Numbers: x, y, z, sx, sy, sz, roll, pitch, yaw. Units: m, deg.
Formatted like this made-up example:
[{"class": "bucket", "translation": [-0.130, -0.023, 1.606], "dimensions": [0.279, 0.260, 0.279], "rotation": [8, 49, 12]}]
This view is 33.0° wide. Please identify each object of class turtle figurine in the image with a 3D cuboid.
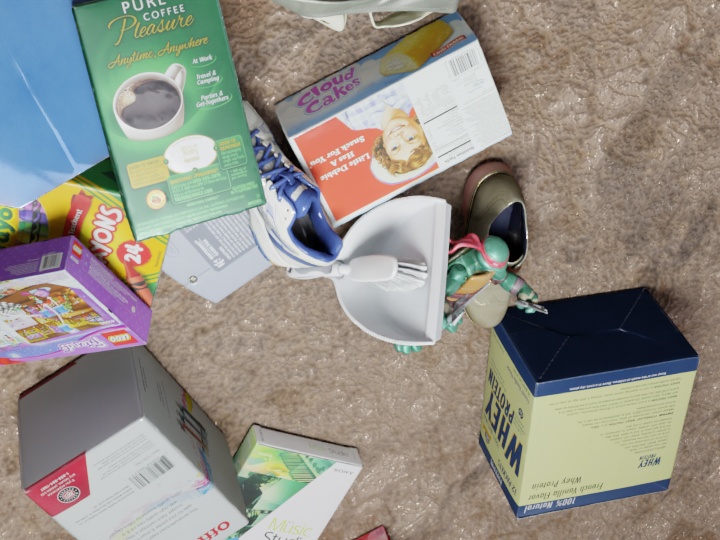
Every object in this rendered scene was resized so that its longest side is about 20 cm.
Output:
[{"class": "turtle figurine", "translation": [0.109, 0.019, 1.216], "dimensions": [0.148, 0.102, 0.200], "rotation": [-5, 162, -28]}]

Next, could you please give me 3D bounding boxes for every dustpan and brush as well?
[{"class": "dustpan and brush", "translation": [0.000, 0.000, 1.194], "dimensions": [0.057, 0.199, 0.142], "rotation": [9, 84, -36]}]

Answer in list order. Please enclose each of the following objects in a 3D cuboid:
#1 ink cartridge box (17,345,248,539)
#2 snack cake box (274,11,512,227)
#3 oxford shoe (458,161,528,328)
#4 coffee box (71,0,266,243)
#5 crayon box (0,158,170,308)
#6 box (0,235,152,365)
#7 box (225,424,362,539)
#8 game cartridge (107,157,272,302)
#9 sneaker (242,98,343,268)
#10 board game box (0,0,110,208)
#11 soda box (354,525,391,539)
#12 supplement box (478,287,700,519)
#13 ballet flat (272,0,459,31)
[{"class": "ink cartridge box", "translation": [-0.234, 0.199, 1.257], "dimensions": [0.144, 0.145, 0.201], "rotation": [-31, 127, 4]}, {"class": "snack cake box", "translation": [0.032, -0.143, 1.158], "dimensions": [0.198, 0.067, 0.116], "rotation": [-27, 130, 1]}, {"class": "oxford shoe", "translation": [0.139, -0.011, 1.281], "dimensions": [0.070, 0.074, 0.202], "rotation": [-13, 128, -12]}, {"class": "coffee box", "translation": [-0.160, -0.138, 1.028], "dimensions": [0.122, 0.044, 0.202], "rotation": [-17, 105, -12]}, {"class": "crayon box", "translation": [-0.273, -0.045, 1.105], "dimensions": [0.197, 0.051, 0.128], "rotation": [12, 128, -12]}, {"class": "box", "translation": [-0.311, 0.033, 1.114], "dimensions": [0.198, 0.040, 0.137], "rotation": [-9, 146, 21]}, {"class": "box", "translation": [-0.104, 0.278, 1.426], "dimensions": [0.143, 0.036, 0.201], "rotation": [16, 116, -28]}, {"class": "game cartridge", "translation": [-0.160, -0.063, 1.170], "dimensions": [0.133, 0.041, 0.201], "rotation": [-35, 127, 3]}, {"class": "sneaker", "translation": [-0.078, -0.086, 1.115], "dimensions": [0.075, 0.088, 0.201], "rotation": [-51, 127, -26]}, {"class": "board game box", "translation": [-0.279, -0.153, 1.031], "dimensions": [0.199, 0.039, 0.159], "rotation": [-32, 109, -10]}, {"class": "soda box", "translation": [0.034, 0.409, 1.459], "dimensions": [0.069, 0.201, 0.064], "rotation": [-26, 128, 0]}, {"class": "supplement box", "translation": [0.255, 0.151, 1.395], "dimensions": [0.197, 0.135, 0.202], "rotation": [-8, 126, -13]}, {"class": "ballet flat", "translation": [-0.002, -0.242, 1.080], "dimensions": [0.197, 0.068, 0.064], "rotation": [-8, 134, -13]}]
